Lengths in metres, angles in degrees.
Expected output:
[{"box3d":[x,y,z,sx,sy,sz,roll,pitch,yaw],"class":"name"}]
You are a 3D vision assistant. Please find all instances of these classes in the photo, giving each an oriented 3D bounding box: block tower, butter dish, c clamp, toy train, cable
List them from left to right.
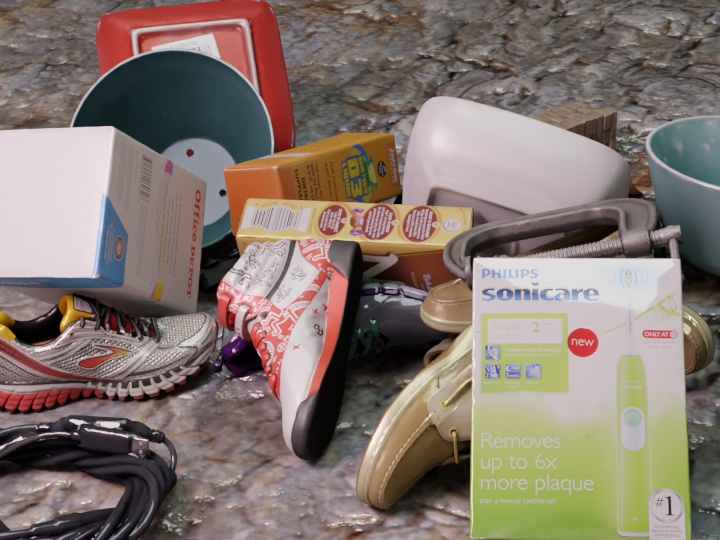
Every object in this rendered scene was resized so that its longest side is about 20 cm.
[{"box3d":[-0.239,0.165,1.196,0.199,0.051,0.163,4,31,7],"class":"cable"},{"box3d":[-0.181,-0.180,1.795,0.199,0.148,0.200,-7,70,-8],"class":"butter dish"},{"box3d":[-0.074,-0.020,1.561,0.199,0.034,0.046,-23,-2,-34],"class":"toy train"},{"box3d":[0.184,-0.129,1.742,0.199,0.054,0.058,-19,31,-31],"class":"block tower"},{"box3d":[0.154,-0.020,1.261,0.199,0.027,0.171,-9,22,18],"class":"c clamp"}]

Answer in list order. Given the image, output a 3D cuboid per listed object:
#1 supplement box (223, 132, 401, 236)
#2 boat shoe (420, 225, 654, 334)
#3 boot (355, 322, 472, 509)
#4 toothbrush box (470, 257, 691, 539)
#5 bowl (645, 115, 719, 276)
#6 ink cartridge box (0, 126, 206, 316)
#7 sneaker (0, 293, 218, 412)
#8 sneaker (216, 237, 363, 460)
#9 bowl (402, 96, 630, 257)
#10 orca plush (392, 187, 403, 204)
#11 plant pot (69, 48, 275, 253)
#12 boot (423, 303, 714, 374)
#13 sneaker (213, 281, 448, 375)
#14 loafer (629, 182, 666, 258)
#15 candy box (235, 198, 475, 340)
[{"box3d":[-0.041,-0.083,1.524,0.069,0.067,0.200,-2,12,33],"class":"supplement box"},{"box3d":[0.142,0.000,1.320,0.200,0.063,0.073,-12,21,-6],"class":"boat shoe"},{"box3d":[0.108,0.127,1.196,0.155,0.073,0.200,34,62,24],"class":"boot"},{"box3d":[0.148,0.098,1.122,0.145,0.086,0.201,1,67,5],"class":"toothbrush box"},{"box3d":[0.359,-0.061,1.517,0.200,0.105,0.201,2,25,-1],"class":"bowl"},{"box3d":[-0.225,-0.034,1.420,0.125,0.129,0.200,0,-13,21],"class":"ink cartridge box"},{"box3d":[-0.215,0.061,1.356,0.199,0.083,0.078,-9,27,-14],"class":"sneaker"},{"box3d":[-0.066,0.060,1.307,0.107,0.067,0.202,3,55,13],"class":"sneaker"},{"box3d":[0.125,-0.049,1.432,0.199,0.200,0.075,20,58,9],"class":"bowl"},{"box3d":[0.045,-0.051,1.574,0.105,0.071,0.200,9,28,22],"class":"orca plush"},{"box3d":[-0.174,-0.100,1.599,0.199,0.201,0.135,0,-11,5],"class":"plant pot"},{"box3d":[0.168,0.068,1.320,0.199,0.072,0.154,13,29,38],"class":"boot"},{"box3d":[-0.023,0.063,1.377,0.199,0.075,0.088,0,47,13],"class":"sneaker"},{"box3d":[0.249,-0.065,1.583,0.072,0.073,0.200,-8,26,-11],"class":"loafer"},{"box3d":[0.000,0.000,1.412,0.199,0.117,0.057,1,44,9],"class":"candy box"}]
